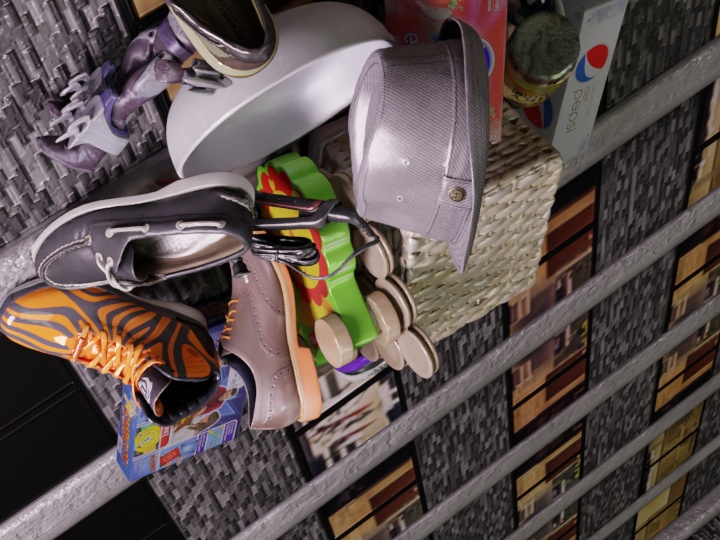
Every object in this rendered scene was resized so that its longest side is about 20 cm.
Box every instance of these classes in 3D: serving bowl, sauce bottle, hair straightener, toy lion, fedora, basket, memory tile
[{"bbox_3d":[-0.071,-0.150,0.909,0.199,0.066,0.200,-31,176,-2],"label":"serving bowl"},{"bbox_3d":[0.158,-0.188,1.088,0.065,0.065,0.200,-42,178,0],"label":"sauce bottle"},{"bbox_3d":[-0.081,-0.027,0.957,0.041,0.197,0.078,13,85,-75],"label":"hair straightener"},{"bbox_3d":[-0.047,-0.006,1.057,0.068,0.193,0.200,-23,175,-21],"label":"toy lion"},{"bbox_3d":[0.038,-0.095,0.890,0.089,0.178,0.201,0,143,-7],"label":"fedora"},{"bbox_3d":[0.069,-0.055,1.127,0.199,0.161,0.199,-28,144,-25],"label":"basket"},{"bbox_3d":[0.000,0.000,1.054,0.017,0.153,0.202,-30,106,-22],"label":"memory tile"}]

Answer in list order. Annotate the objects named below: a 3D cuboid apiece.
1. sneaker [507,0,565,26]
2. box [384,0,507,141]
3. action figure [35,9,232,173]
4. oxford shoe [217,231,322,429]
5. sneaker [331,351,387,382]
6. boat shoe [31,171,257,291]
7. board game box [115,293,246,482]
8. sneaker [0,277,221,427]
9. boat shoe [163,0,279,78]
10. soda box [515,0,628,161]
[{"bbox_3d":[0.132,-0.274,1.021,0.072,0.073,0.200,-46,147,8],"label":"sneaker"},{"bbox_3d":[0.071,-0.207,0.974,0.101,0.096,0.201,-1,142,3],"label":"box"},{"bbox_3d":[-0.141,-0.153,0.817,0.199,0.131,0.069,-39,135,21],"label":"action figure"},{"bbox_3d":[-0.096,0.043,1.041,0.072,0.202,0.071,-15,167,-20],"label":"oxford shoe"},{"bbox_3d":[0.037,0.037,1.282,0.200,0.070,0.100,-44,146,0],"label":"sneaker"},{"bbox_3d":[-0.173,-0.017,0.924,0.198,0.061,0.074,-15,143,12],"label":"boat shoe"},{"bbox_3d":[-0.174,0.118,1.176,0.134,0.035,0.201,-18,141,-33],"label":"board game box"},{"bbox_3d":[-0.203,0.068,0.986,0.198,0.112,0.078,10,121,-32],"label":"sneaker"},{"bbox_3d":[-0.118,-0.210,0.722,0.073,0.200,0.065,-46,-168,-11],"label":"boat shoe"},{"bbox_3d":[0.208,-0.204,1.187,0.063,0.068,0.201,-25,143,-27],"label":"soda box"}]
